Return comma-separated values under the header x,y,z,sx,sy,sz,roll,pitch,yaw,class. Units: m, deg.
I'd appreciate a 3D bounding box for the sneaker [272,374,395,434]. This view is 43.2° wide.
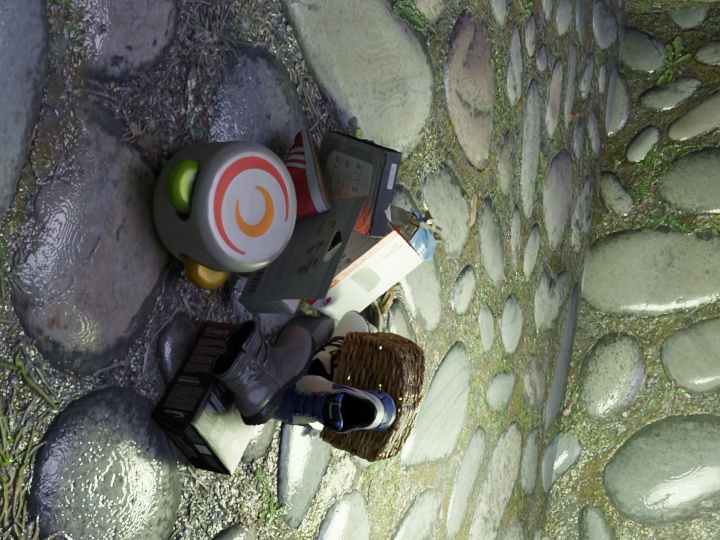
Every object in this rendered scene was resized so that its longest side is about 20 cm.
x,y,z,sx,sy,sz,roll,pitch,yaw,class
-0.052,0.205,1.406,0.115,0.199,0.081,28,67,-74,sneaker

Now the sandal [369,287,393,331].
x,y,z,sx,sy,sz,roll,pitch,yaw,class
0.043,0.060,1.855,0.082,0.054,0.200,-85,168,-67,sandal

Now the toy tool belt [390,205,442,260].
x,y,z,sx,sy,sz,roll,pitch,yaw,class
0.117,-0.067,1.930,0.200,0.123,0.125,37,62,-59,toy tool belt

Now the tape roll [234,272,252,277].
x,y,z,sx,sy,sz,roll,pitch,yaw,class
-0.164,-0.087,1.483,0.203,0.037,0.203,-18,111,-60,tape roll

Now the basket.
x,y,z,sx,sy,sz,roll,pitch,yaw,class
0.044,0.210,1.525,0.149,0.143,0.200,10,95,-60,basket

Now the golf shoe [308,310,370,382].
x,y,z,sx,sy,sz,roll,pitch,yaw,class
-0.040,0.149,1.572,0.095,0.078,0.200,52,48,-52,golf shoe

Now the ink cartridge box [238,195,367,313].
x,y,z,sx,sy,sz,roll,pitch,yaw,class
-0.081,-0.025,1.421,0.044,0.173,0.200,51,50,-42,ink cartridge box

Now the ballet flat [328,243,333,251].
x,y,z,sx,sy,sz,roll,pitch,yaw,class
-0.034,-0.016,1.706,0.200,0.070,0.065,8,91,-64,ballet flat

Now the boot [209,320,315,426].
x,y,z,sx,sy,sz,roll,pitch,yaw,class
-0.141,0.122,1.368,0.200,0.070,0.132,-63,140,-45,boot

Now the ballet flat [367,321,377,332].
x,y,z,sx,sy,sz,roll,pitch,yaw,class
0.002,0.147,1.752,0.068,0.072,0.200,-11,90,-67,ballet flat

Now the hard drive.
x,y,z,sx,sy,sz,roll,pitch,yaw,class
-0.013,-0.144,1.478,0.038,0.200,0.140,4,105,-32,hard drive

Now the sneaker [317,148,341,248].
x,y,z,sx,sy,sz,roll,pitch,yaw,class
-0.066,-0.114,1.618,0.081,0.074,0.200,-25,95,-45,sneaker

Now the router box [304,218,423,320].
x,y,z,sx,sy,sz,roll,pitch,yaw,class
0.000,0.000,1.631,0.200,0.049,0.179,-39,154,6,router box

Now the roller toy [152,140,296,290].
x,y,z,sx,sy,sz,roll,pitch,yaw,class
-0.195,-0.089,1.301,0.182,0.140,0.200,-41,121,-37,roller toy

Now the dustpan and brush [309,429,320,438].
x,y,z,sx,sy,sz,roll,pitch,yaw,class
-0.037,0.282,1.777,0.200,0.057,0.140,-33,111,-64,dustpan and brush

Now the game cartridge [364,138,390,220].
x,y,z,sx,sy,sz,roll,pitch,yaw,class
0.027,-0.146,1.767,0.133,0.041,0.200,-108,-170,-70,game cartridge

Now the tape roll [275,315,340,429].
x,y,z,sx,sy,sz,roll,pitch,yaw,class
-0.085,0.183,1.642,0.200,0.066,0.201,-19,111,-60,tape roll

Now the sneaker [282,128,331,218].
x,y,z,sx,sy,sz,roll,pitch,yaw,class
-0.116,-0.151,1.472,0.200,0.112,0.071,-102,169,-49,sneaker

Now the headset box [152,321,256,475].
x,y,z,sx,sy,sz,roll,pitch,yaw,class
-0.211,0.186,1.392,0.200,0.075,0.149,-65,146,-34,headset box
